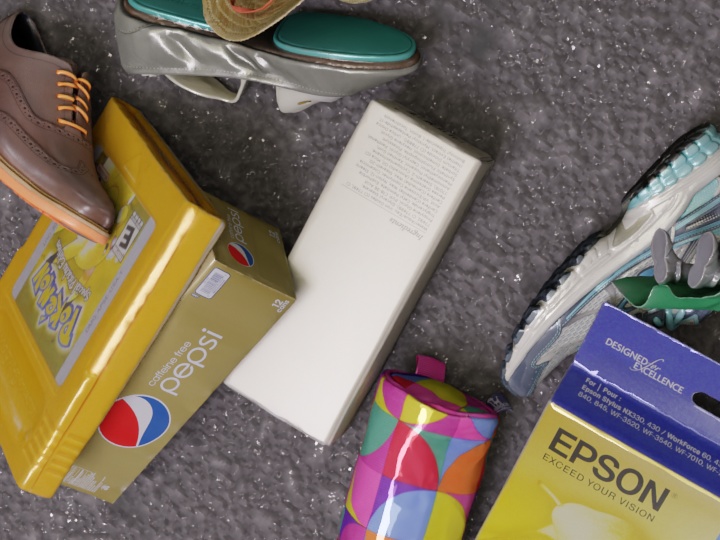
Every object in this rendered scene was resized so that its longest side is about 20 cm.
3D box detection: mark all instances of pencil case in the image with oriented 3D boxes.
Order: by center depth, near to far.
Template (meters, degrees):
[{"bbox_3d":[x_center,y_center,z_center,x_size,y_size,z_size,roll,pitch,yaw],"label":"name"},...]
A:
[{"bbox_3d":[0.025,0.159,1.100,0.088,0.088,0.202,19,98,9],"label":"pencil case"}]

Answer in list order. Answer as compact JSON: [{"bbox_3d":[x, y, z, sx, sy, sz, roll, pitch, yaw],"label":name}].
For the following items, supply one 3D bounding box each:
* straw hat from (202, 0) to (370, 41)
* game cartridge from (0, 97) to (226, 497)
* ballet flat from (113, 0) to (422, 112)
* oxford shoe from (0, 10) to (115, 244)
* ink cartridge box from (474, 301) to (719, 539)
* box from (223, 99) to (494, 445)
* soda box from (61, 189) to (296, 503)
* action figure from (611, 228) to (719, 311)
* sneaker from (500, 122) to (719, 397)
[{"bbox_3d":[-0.005,-0.211,1.071,0.085,0.201,0.202,27,102,-32],"label":"straw hat"},{"bbox_3d":[-0.171,0.011,1.093,0.032,0.176,0.201,28,101,-34],"label":"game cartridge"},{"bbox_3d":[-0.059,-0.132,1.112,0.198,0.068,0.064,13,124,11],"label":"ballet flat"},{"bbox_3d":[-0.195,-0.092,1.092,0.073,0.071,0.200,-46,53,8],"label":"oxford shoe"},{"bbox_3d":[0.183,0.150,1.053,0.197,0.047,0.201,29,124,9],"label":"ink cartridge box"},{"bbox_3d":[0.000,0.000,1.099,0.082,0.068,0.201,31,100,8],"label":"box"},{"bbox_3d":[-0.127,0.050,1.095,0.064,0.068,0.200,27,119,-32],"label":"soda box"},{"bbox_3d":[0.258,0.011,1.016,0.199,0.118,0.055,10,91,-30],"label":"action figure"},{"bbox_3d":[0.166,0.011,1.064,0.086,0.078,0.200,43,101,2],"label":"sneaker"}]
